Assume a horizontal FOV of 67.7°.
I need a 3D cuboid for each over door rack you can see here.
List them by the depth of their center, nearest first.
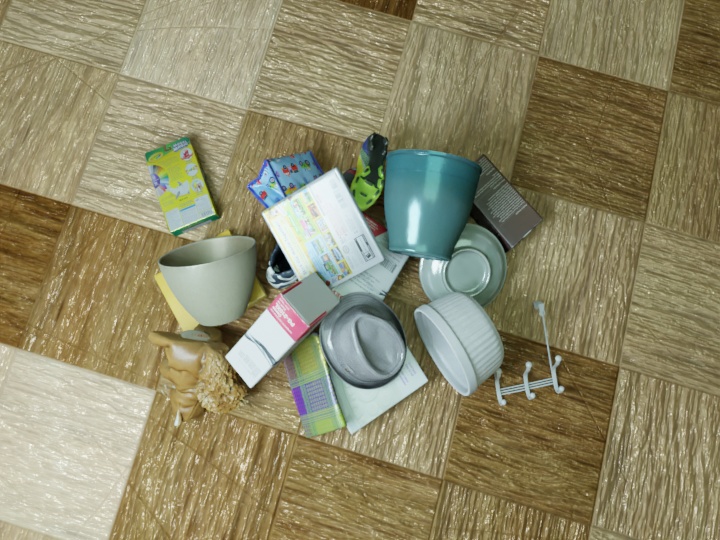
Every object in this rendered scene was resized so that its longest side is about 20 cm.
[{"bbox_3d":[0.349,0.176,1.160,0.144,0.067,0.205,-10,80,-3],"label":"over door rack"}]

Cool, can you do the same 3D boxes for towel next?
[{"bbox_3d":[-0.100,0.238,1.124,0.022,0.143,0.205,-8,74,-44],"label":"towel"}]

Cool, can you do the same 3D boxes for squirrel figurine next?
[{"bbox_3d":[-0.327,0.228,1.091,0.196,0.141,0.192,17,103,26],"label":"squirrel figurine"}]

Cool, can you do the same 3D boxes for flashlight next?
[{"bbox_3d":[-0.043,-0.174,1.154,0.067,0.200,0.068,-38,90,33],"label":"flashlight"}]

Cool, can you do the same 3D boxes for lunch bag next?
[{"bbox_3d":[-0.122,-0.143,1.162,0.094,0.150,0.202,-41,81,38],"label":"lunch bag"}]

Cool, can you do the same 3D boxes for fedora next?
[{"bbox_3d":[0.018,0.142,1.069,0.175,0.090,0.202,-35,96,-18],"label":"fedora"}]

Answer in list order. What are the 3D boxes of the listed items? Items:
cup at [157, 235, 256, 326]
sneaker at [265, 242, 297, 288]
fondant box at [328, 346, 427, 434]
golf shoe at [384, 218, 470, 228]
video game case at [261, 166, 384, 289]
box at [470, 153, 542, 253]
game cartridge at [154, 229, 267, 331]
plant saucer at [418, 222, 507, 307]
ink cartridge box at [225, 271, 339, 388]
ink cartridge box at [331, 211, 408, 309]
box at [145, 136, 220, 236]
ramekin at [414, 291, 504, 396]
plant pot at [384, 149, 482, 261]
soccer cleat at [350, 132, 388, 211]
[{"bbox_3d":[-0.299,0.027,1.105,0.195,0.201,0.147,-9,109,-2],"label":"cup"},{"bbox_3d":[-0.124,-0.041,1.162,0.196,0.130,0.081,-30,82,-6],"label":"sneaker"},{"bbox_3d":[0.025,0.229,1.153,0.198,0.058,0.146,-32,82,-7],"label":"fondant box"},{"bbox_3d":[0.148,-0.096,1.208,0.195,0.078,0.097,14,87,11],"label":"golf shoe"},{"bbox_3d":[-0.073,-0.070,1.063,0.179,0.023,0.203,-27,100,14],"label":"video game case"},{"bbox_3d":[0.303,-0.151,1.215,0.100,0.075,0.201,-39,81,-7],"label":"box"},{"bbox_3d":[-0.334,0.035,1.200,0.197,0.032,0.179,-32,82,-3],"label":"game cartridge"},{"bbox_3d":[0.226,0.002,1.163,0.194,0.050,0.206,0,103,-1],"label":"plant saucer"},{"bbox_3d":[-0.151,0.114,1.044,0.084,0.145,0.200,46,117,4],"label":"ink cartridge box"},{"bbox_3d":[0.000,0.000,1.169,0.143,0.084,0.202,33,80,-6],"label":"ink cartridge box"},{"bbox_3d":[-0.410,-0.195,1.229,0.115,0.048,0.204,-21,83,-4],"label":"box"},{"bbox_3d":[0.206,0.142,1.100,0.104,0.200,0.203,-29,81,-10],"label":"ramekin"},{"bbox_3d":[0.134,-0.122,1.081,0.195,0.200,0.193,9,89,1],"label":"plant pot"},{"bbox_3d":[0.016,-0.197,1.130,0.063,0.084,0.204,20,60,-10],"label":"soccer cleat"}]
